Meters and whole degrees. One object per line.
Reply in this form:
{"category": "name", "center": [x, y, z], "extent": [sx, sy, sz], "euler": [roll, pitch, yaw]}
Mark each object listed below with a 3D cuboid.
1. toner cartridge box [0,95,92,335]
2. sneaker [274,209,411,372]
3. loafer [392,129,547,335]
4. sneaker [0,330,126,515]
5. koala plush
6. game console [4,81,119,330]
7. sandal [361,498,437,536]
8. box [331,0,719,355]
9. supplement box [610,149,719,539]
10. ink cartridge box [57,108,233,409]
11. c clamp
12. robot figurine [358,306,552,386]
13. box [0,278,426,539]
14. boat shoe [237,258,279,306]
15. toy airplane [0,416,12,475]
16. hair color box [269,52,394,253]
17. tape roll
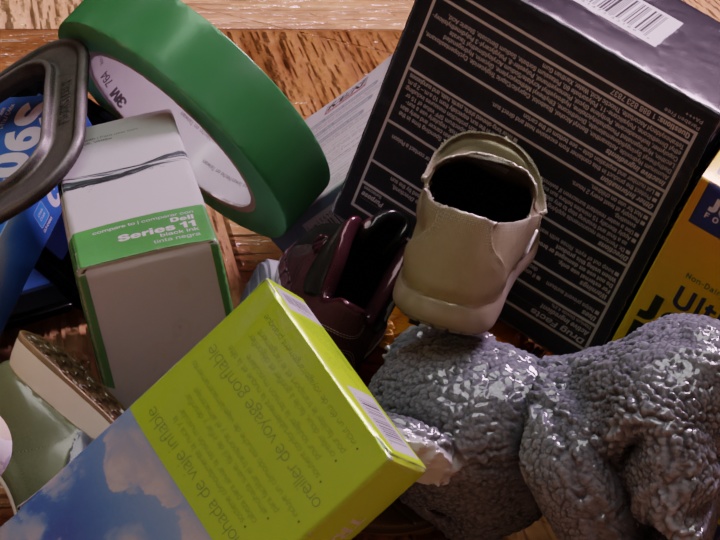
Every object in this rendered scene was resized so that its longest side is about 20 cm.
{"category": "toner cartridge box", "center": [-0.248, -0.029, 1.247], "extent": [0.095, 0.043, 0.200], "euler": [-3, 46, 24]}
{"category": "sneaker", "center": [0.000, 0.000, 1.137], "extent": [0.076, 0.116, 0.200], "euler": [27, 28, -9]}
{"category": "loafer", "center": [0.067, -0.034, 1.059], "extent": [0.075, 0.068, 0.200], "euler": [18, 28, 0]}
{"category": "sneaker", "center": [-0.138, 0.130, 1.041], "extent": [0.200, 0.090, 0.067], "euler": [44, 5, 15]}
{"category": "koala plush", "center": [0.089, 0.089, 1.012], "extent": [0.199, 0.184, 0.177], "euler": [16, 28, 14]}
{"category": "game console", "center": [-0.251, -0.050, 1.316], "extent": [0.116, 0.176, 0.200], "euler": [23, 8, -46]}
{"category": "sandal", "center": [0.034, 0.114, 1.103], "extent": [0.200, 0.054, 0.080], "euler": [-5, 58, -43]}
{"category": "box", "center": [0.117, -0.082, 1.201], "extent": [0.200, 0.199, 0.123], "euler": [33, 35, 14]}
{"category": "supplement box", "center": [0.210, 0.032, 1.109], "extent": [0.109, 0.200, 0.110], "euler": [29, 32, 10]}
{"category": "ink cartridge box", "center": [-0.124, 0.009, 1.165], "extent": [0.083, 0.147, 0.200], "euler": [-14, 29, -7]}
{"category": "c clamp", "center": [-0.237, -0.066, 1.207], "extent": [0.171, 0.027, 0.200], "euler": [-27, 34, 22]}
{"category": "robot figurine", "center": [0.075, 0.023, 1.285], "extent": [0.145, 0.058, 0.200], "euler": [16, 30, 20]}
{"category": "box", "center": [-0.079, 0.116, 0.951], "extent": [0.122, 0.200, 0.048], "euler": [53, 11, 29]}
{"category": "boat shoe", "center": [-0.038, 0.065, 1.194], "extent": [0.062, 0.072, 0.200], "euler": [19, 28, -20]}
{"category": "toy airplane", "center": [-0.244, 0.095, 0.962], "extent": [0.141, 0.199, 0.200], "euler": [6, 44, -11]}
{"category": "hair color box", "center": [0.000, -0.074, 1.405], "extent": [0.099, 0.061, 0.200], "euler": [-35, 19, 20]}
{"category": "tape roll", "center": [-0.110, -0.106, 1.284], "extent": [0.200, 0.201, 0.048], "euler": [29, 71, 39]}
